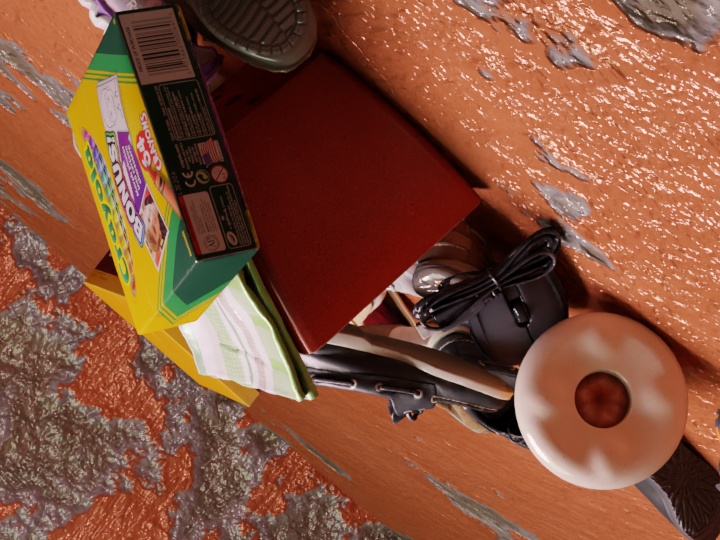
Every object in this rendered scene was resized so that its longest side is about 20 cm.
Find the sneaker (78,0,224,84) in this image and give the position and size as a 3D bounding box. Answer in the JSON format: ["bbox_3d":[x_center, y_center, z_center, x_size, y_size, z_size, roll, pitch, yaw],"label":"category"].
[{"bbox_3d":[-0.184,-0.225,1.368,0.201,0.088,0.080,58,-171,9],"label":"sneaker"}]

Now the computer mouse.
[{"bbox_3d":[0.129,0.041,1.355,0.053,0.138,0.200,61,-174,22],"label":"computer mouse"}]

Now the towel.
[{"bbox_3d":[-0.115,0.036,1.320,0.200,0.031,0.150,8,128,63],"label":"towel"}]

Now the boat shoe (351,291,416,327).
[{"bbox_3d":[0.002,0.023,1.743,0.069,0.074,0.200,11,155,43],"label":"boat shoe"}]

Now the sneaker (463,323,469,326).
[{"bbox_3d":[0.105,0.073,1.615,0.090,0.079,0.200,34,167,-1],"label":"sneaker"}]

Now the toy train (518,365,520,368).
[{"bbox_3d":[0.216,0.102,1.513,0.046,0.034,0.200,40,168,-26],"label":"toy train"}]

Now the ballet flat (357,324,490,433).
[{"bbox_3d":[0.075,0.096,1.549,0.199,0.068,0.072,31,136,-22],"label":"ballet flat"}]

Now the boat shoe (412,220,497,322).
[{"bbox_3d":[0.093,0.001,1.421,0.075,0.072,0.200,2,166,10],"label":"boat shoe"}]

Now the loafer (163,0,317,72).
[{"bbox_3d":[-0.097,-0.207,1.221,0.200,0.075,0.070,40,176,34],"label":"loafer"}]

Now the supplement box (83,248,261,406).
[{"bbox_3d":[-0.156,0.005,1.787,0.197,0.200,0.133,44,165,-28],"label":"supplement box"}]

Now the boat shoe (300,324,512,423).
[{"bbox_3d":[0.028,0.096,1.363,0.198,0.067,0.075,17,-171,-10],"label":"boat shoe"}]

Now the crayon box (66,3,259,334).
[{"bbox_3d":[-0.157,-0.074,1.233,0.173,0.058,0.201,-42,64,59],"label":"crayon box"}]

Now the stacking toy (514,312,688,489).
[{"bbox_3d":[0.197,0.123,1.404,0.146,0.146,0.200,36,170,5],"label":"stacking toy"}]

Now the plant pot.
[{"bbox_3d":[-0.058,-0.073,1.330,0.177,0.200,0.199,57,160,-21],"label":"plant pot"}]

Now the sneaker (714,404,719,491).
[{"bbox_3d":[0.328,0.163,1.331,0.200,0.078,0.112,45,164,-31],"label":"sneaker"}]

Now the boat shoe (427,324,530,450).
[{"bbox_3d":[0.144,0.128,1.512,0.199,0.074,0.066,44,-165,-28],"label":"boat shoe"}]

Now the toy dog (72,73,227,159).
[{"bbox_3d":[-0.139,-0.108,1.495,0.194,0.139,0.200,51,-167,7],"label":"toy dog"}]

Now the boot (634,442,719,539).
[{"bbox_3d":[0.262,0.193,1.629,0.165,0.066,0.200,53,159,-25],"label":"boot"}]

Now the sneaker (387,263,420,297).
[{"bbox_3d":[0.000,0.000,1.620,0.199,0.087,0.075,25,161,38],"label":"sneaker"}]
